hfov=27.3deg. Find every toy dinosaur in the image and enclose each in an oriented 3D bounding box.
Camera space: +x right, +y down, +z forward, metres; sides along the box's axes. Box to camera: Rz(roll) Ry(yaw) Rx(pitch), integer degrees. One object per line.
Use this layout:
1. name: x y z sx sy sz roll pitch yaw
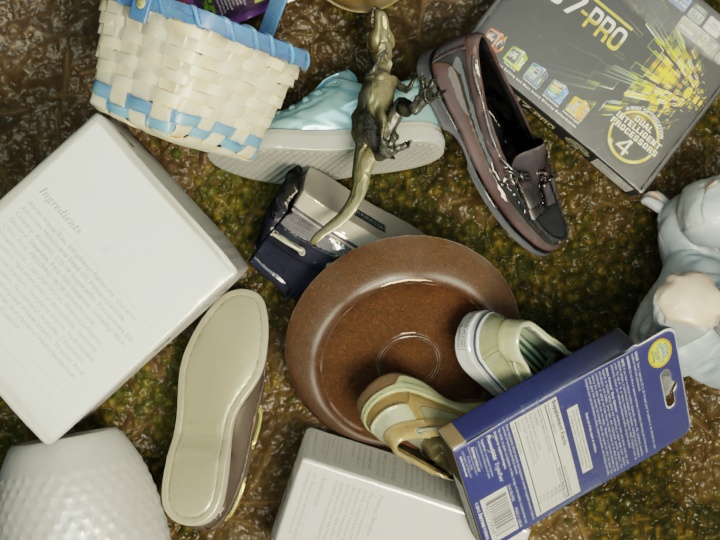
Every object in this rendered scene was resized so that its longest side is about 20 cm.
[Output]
1. toy dinosaur: 0.016 -0.115 1.168 0.047 0.088 0.202 25 72 -32

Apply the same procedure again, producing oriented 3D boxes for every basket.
1. basket: -0.120 -0.197 1.149 0.138 0.176 0.202 26 94 30

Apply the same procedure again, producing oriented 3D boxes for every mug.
1. mug: -0.248 0.225 1.210 0.198 0.147 0.177 -10 87 29

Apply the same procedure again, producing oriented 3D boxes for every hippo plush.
1. hippo plush: 0.299 0.012 1.224 0.158 0.200 0.162 21 66 -7

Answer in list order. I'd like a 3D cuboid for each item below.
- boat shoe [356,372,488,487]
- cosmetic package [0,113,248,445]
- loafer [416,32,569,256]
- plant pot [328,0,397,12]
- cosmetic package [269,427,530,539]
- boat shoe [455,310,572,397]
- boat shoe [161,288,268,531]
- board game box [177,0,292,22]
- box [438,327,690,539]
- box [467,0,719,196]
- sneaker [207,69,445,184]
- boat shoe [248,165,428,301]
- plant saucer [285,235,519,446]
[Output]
1. boat shoe: 0.081 0.147 1.198 0.199 0.076 0.072 19 119 -39
2. cosmetic package: -0.217 0.004 1.184 0.200 0.165 0.165 -42 92 0
3. loafer: 0.121 -0.104 1.225 0.063 0.072 0.201 -26 104 36
4. plant pot: 0.000 -0.312 1.199 0.027 0.199 0.202 16 90 40
5. cosmetic package: 0.032 0.214 1.235 0.198 0.074 0.103 18 107 -4
6. boat shoe: 0.152 0.094 1.201 0.199 0.062 0.073 34 70 -42
7. boat shoe: -0.114 0.117 1.240 0.071 0.060 0.202 6 73 17
8. board game box: -0.125 -0.301 1.214 0.119 0.032 0.202 -23 114 -5
9. box: 0.164 0.126 1.160 0.199 0.032 0.122 -27 128 -10
10. box: 0.207 -0.187 1.255 0.200 0.049 0.162 40 87 -1
11. sneaker: -0.030 -0.124 1.246 0.198 0.074 0.083 -3 67 -1
12. boat shoe: 0.000 0.000 1.249 0.199 0.075 0.093 34 116 -11
13. plant saucer: 0.038 0.068 1.217 0.198 0.035 0.202 -4 119 -8
